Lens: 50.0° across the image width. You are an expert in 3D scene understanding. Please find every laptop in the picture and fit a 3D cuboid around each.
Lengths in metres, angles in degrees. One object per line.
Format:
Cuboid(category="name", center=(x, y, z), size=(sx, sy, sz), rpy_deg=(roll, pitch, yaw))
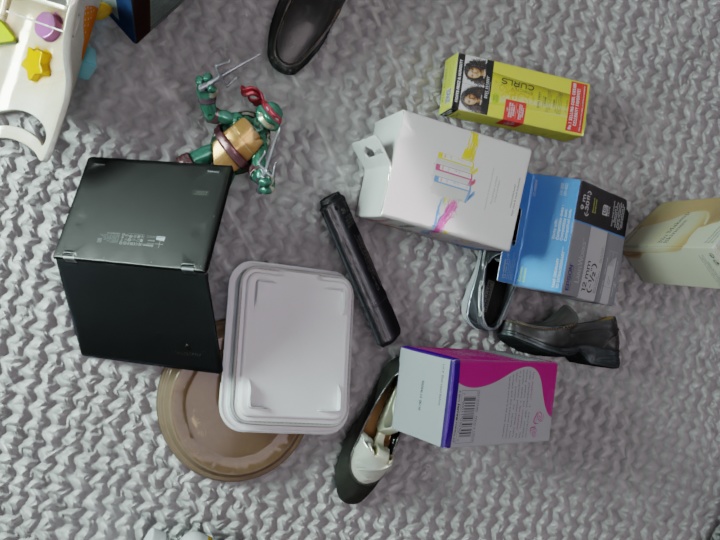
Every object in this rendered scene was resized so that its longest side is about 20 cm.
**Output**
Cuboid(category="laptop", center=(-0.236, -0.008, 0.881), size=(0.182, 0.116, 0.205), rpy_deg=(5, 66, 12))

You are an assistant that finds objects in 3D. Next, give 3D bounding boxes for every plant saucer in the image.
Cuboid(category="plant saucer", center=(-0.152, 0.162, 0.952), size=(0.194, 0.029, 0.206), rpy_deg=(0, 92, -15))

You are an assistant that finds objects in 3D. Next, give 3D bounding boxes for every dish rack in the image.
Cuboid(category="dish rack", center=(-0.081, 0.093, 0.935), size=(0.167, 0.043, 0.206), rpy_deg=(7, 79, -23))

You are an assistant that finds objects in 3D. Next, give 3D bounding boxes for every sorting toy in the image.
Cuboid(category="sorting toy", center=(-0.364, -0.221, 0.834), size=(0.196, 0.106, 0.185), rpy_deg=(21, 103, 18))

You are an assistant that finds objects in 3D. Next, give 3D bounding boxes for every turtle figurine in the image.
Cuboid(category="turtle figurine", center=(-0.150, -0.141, 0.902), size=(0.200, 0.101, 0.150), rpy_deg=(-43, 84, 7))

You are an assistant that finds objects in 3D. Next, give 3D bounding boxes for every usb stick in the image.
Cuboid(category="usb stick", center=(0.000, 0.000, 0.976), size=(0.032, 0.055, 0.204), rpy_deg=(-20, 99, 22))

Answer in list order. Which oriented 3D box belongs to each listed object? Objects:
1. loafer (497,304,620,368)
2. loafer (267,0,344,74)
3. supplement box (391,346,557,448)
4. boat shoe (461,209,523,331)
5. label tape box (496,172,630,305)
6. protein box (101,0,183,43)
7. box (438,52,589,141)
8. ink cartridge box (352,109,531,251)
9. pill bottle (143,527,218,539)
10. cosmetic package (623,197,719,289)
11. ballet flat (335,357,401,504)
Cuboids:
Cuboid(category="loafer", center=(0.270, 0.083, 1.049), size=(0.196, 0.072, 0.074), rpy_deg=(13, 82, -27))
Cuboid(category="loafer", center=(-0.051, -0.333, 0.926), size=(0.072, 0.072, 0.204), rpy_deg=(27, 86, -16))
Cuboid(category="supplement box", center=(0.146, 0.155, 0.963), size=(0.196, 0.102, 0.104), rpy_deg=(8, 90, -38))
Cuboid(category="boat shoe", center=(0.187, -0.019, 1.018), size=(0.070, 0.068, 0.205), rpy_deg=(19, 87, -15))
Cuboid(category="label tape box", center=(0.268, -0.040, 1.002), size=(0.197, 0.065, 0.148), rpy_deg=(11, 89, -45))
Cuboid(category="protein box", center=(-0.259, -0.380, 0.807), size=(0.135, 0.200, 0.199), rpy_deg=(-44, 103, -9))
Cuboid(category="box", center=(0.204, -0.227, 1.022), size=(0.195, 0.050, 0.078), rpy_deg=(10, 89, -16))
Cuboid(category="ink cartridge box", center=(0.087, -0.110, 0.955), size=(0.195, 0.128, 0.129), rpy_deg=(13, 89, -15))
Cuboid(category="pill bottle", center=(-0.173, 0.379, 0.916), size=(0.197, 0.104, 0.106), rpy_deg=(28, 85, -15))
Cuboid(category="cosmetic package", center=(0.448, -0.038, 1.023), size=(0.105, 0.200, 0.071), rpy_deg=(-43, 101, -11))
Cuboid(category="ballet flat", center=(0.023, 0.206, 0.982), size=(0.067, 0.068, 0.204), rpy_deg=(23, 87, -16))
